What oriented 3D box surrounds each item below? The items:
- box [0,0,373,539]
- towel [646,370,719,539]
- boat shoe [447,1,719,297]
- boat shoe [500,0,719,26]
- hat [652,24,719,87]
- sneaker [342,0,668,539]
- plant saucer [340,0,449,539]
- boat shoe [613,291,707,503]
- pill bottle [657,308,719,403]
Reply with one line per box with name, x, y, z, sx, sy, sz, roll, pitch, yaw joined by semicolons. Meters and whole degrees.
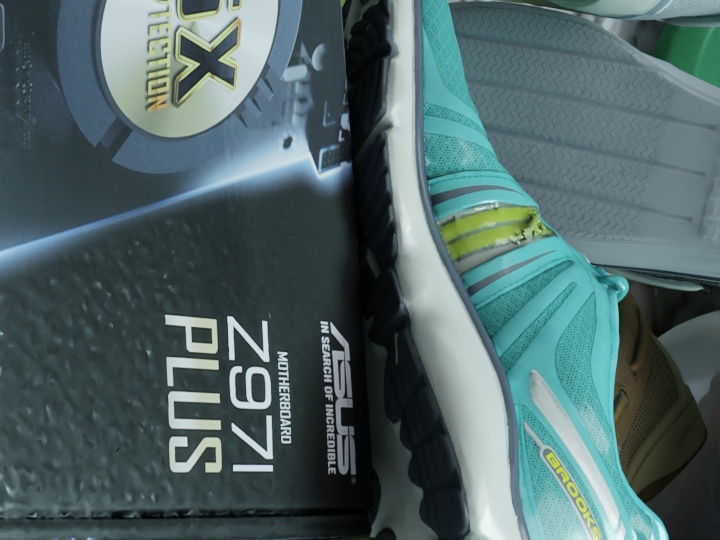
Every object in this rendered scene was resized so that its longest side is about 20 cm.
box;-0.080;-0.030;0.577;0.164;0.086;0.201;9;75;-56
towel;0.129;0.107;0.748;0.032;0.200;0.191;15;35;-11
boat shoe;0.091;-0.022;0.709;0.071;0.199;0.072;64;47;-70
boat shoe;0.077;-0.110;0.753;0.071;0.201;0.070;11;102;-19
hat;0.202;-0.032;1.004;0.200;0.176;0.166;-28;67;-18
sneaker;0.029;0.007;0.648;0.079;0.078;0.201;-1;63;-26
plant saucer;0.000;0.000;0.741;0.200;0.031;0.201;20;65;-53
boat shoe;0.046;0.059;0.714;0.200;0.071;0.065;-37;108;-62
pill bottle;0.187;0.059;0.933;0.200;0.112;0.113;-14;94;-56
